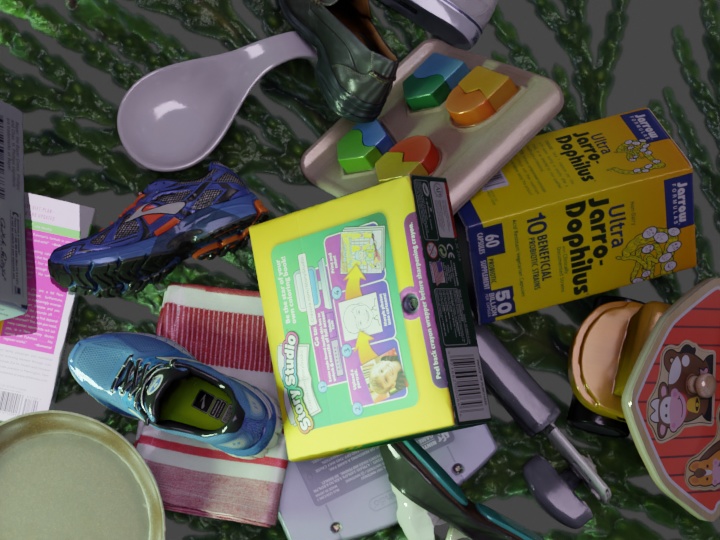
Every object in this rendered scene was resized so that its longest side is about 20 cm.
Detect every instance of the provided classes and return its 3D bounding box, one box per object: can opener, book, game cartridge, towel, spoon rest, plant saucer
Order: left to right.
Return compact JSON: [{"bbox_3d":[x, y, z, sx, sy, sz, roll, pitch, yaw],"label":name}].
[{"bbox_3d":[-0.318,0.030,1.371,0.133,0.048,0.201,12,79,-2],"label":"book"},{"bbox_3d":[-0.260,0.220,1.326,0.200,0.032,0.201,-1,84,7],"label":"plant saucer"},{"bbox_3d":[-0.122,0.112,1.348,0.144,0.023,0.201,6,77,19],"label":"towel"},{"bbox_3d":[-0.126,-0.161,1.406,0.200,0.061,0.099,-30,73,-9],"label":"spoon rest"},{"bbox_3d":[0.011,0.157,1.361,0.200,0.040,0.134,-24,77,-7],"label":"game cartridge"},{"bbox_3d":[0.140,0.135,1.360,0.067,0.053,0.200,-40,81,-10],"label":"can opener"}]

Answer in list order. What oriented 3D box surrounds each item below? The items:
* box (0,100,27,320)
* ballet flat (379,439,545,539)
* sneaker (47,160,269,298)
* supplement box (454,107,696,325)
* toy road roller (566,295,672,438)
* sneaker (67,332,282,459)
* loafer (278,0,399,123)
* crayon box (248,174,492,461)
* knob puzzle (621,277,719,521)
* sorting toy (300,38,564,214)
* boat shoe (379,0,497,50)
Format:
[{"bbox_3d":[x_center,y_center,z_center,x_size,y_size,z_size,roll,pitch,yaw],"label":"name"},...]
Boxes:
[{"bbox_3d":[-0.388,-0.041,1.306,0.200,0.105,0.184,-13,72,26],"label":"box"},{"bbox_3d":[0.078,0.211,1.308,0.200,0.068,0.068,39,92,-7],"label":"ballet flat"},{"bbox_3d":[-0.184,-0.036,1.375,0.200,0.075,0.079,-20,68,-22],"label":"sneaker"},{"bbox_3d":[0.177,-0.048,1.349,0.199,0.109,0.110,-15,37,-5],"label":"supplement box"},{"bbox_3d":[0.275,0.092,1.326,0.199,0.146,0.123,15,79,1],"label":"toy road roller"},{"bbox_3d":[-0.163,0.094,1.306,0.200,0.089,0.079,17,80,23],"label":"sneaker"},{"bbox_3d":[-0.017,-0.228,1.398,0.073,0.072,0.200,-2,55,-42],"label":"loafer"},{"bbox_3d":[0.005,0.041,1.262,0.172,0.058,0.201,-16,79,37],"label":"crayon box"},{"bbox_3d":[0.290,0.105,1.263,0.219,0.030,0.220,-1,92,-37],"label":"knob puzzle"},{"bbox_3d":[0.055,-0.125,1.360,0.185,0.200,0.036,-44,127,-10],"label":"sorting toy"},{"bbox_3d":[0.042,-0.293,1.434,0.202,0.075,0.086,34,80,2],"label":"boat shoe"}]
